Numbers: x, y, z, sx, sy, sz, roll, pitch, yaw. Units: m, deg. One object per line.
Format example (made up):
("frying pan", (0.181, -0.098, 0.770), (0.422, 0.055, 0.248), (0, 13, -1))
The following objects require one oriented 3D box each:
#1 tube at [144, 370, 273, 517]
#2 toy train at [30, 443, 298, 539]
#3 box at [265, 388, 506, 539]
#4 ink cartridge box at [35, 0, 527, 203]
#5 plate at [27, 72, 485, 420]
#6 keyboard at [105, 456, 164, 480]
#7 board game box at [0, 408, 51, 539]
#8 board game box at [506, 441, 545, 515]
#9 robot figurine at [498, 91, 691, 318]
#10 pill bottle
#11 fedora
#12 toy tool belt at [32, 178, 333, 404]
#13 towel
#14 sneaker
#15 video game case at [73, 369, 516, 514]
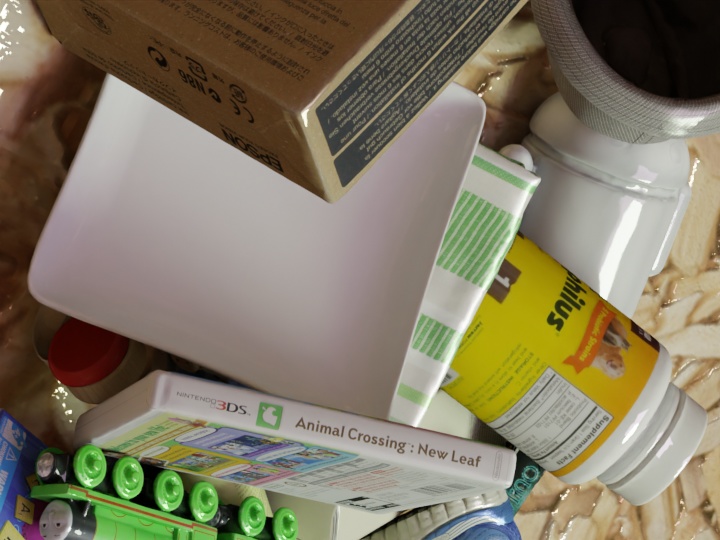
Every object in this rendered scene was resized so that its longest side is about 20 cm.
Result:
("tube", (-0.078, 0.140, 1.246), (0.058, 0.052, 0.201), (-46, 133, -29))
("toy train", (-0.104, 0.141, 1.140), (0.200, 0.042, 0.057), (25, 65, -48))
("box", (0.018, 0.107, 1.359), (0.200, 0.068, 0.083), (-21, 121, -50))
("ink cartridge box", (-0.038, -0.146, 0.988), (0.165, 0.200, 0.075), (-46, 145, -19))
("plate", (-0.052, -0.038, 1.073), (0.199, 0.032, 0.201), (24, 72, -15))
("keyboard", (-0.132, 0.141, 1.249), (0.200, 0.039, 0.105), (-15, 112, -53))
("board game box", (-0.162, 0.211, 1.093), (0.200, 0.041, 0.201), (45, 42, -34))
("board game box", (0.107, 0.145, 1.470), (0.136, 0.028, 0.200), (-59, 176, 21))
("robot figurine", (0.150, -0.040, 1.404), (0.169, 0.113, 0.201), (8, 110, -39))
("pill bottle", (0.120, 0.059, 1.322), (0.109, 0.200, 0.109), (-51, -172, 10))
("fedora", (0.177, -0.161, 1.327), (0.176, 0.201, 0.090), (-3, 157, -19))
("toy tool belt", (-0.071, 0.019, 1.146), (0.200, 0.125, 0.123), (-48, 137, -16))
("towel", (0.000, 0.000, 1.229), (0.201, 0.152, 0.023), (-63, -170, 5))
("sneaker", (0.023, 0.210, 1.364), (0.199, 0.090, 0.078), (-29, 175, 31))
("video game case", (-0.040, 0.090, 1.057), (0.181, 0.200, 0.022), (14, 76, -15))
